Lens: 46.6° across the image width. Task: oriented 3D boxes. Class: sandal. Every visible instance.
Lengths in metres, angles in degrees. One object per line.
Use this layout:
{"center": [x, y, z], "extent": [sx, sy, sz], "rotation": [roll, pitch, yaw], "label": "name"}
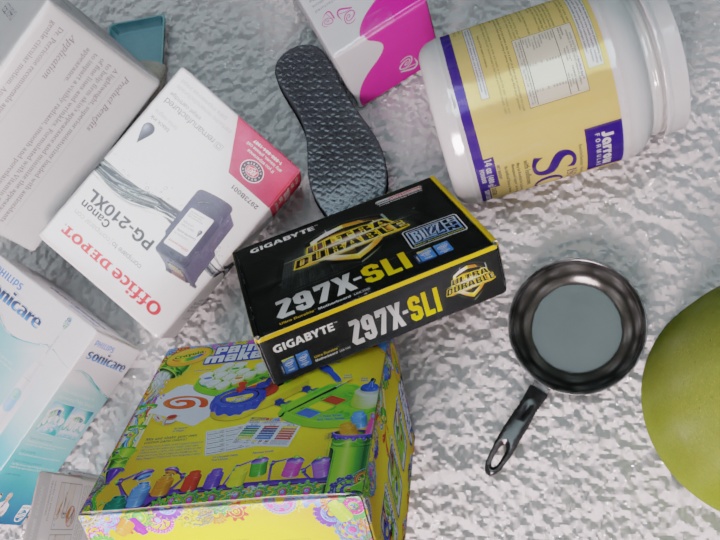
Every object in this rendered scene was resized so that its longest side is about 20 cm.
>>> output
{"center": [-0.024, -0.127, 0.809], "extent": [0.075, 0.043, 0.203], "rotation": [-18, 70, 0], "label": "sandal"}

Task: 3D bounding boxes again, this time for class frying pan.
{"center": [0.174, 0.084, 0.695], "extent": [0.113, 0.031, 0.193], "rotation": [7, 78, 17], "label": "frying pan"}

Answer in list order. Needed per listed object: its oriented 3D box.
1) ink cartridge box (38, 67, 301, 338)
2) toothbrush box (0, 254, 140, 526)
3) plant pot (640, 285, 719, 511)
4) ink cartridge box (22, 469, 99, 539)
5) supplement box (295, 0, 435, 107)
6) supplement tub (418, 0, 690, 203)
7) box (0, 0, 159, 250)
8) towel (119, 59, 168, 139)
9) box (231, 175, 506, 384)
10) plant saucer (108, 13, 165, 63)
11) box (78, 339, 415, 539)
{"center": [-0.171, -0.057, 0.777], "extent": [0.144, 0.084, 0.201], "rotation": [40, 85, -2], "label": "ink cartridge box"}
{"center": [-0.331, 0.112, 0.790], "extent": [0.145, 0.085, 0.201], "rotation": [30, 83, 22], "label": "toothbrush box"}
{"center": [0.297, 0.074, 0.574], "extent": [0.184, 0.200, 0.190], "rotation": [-4, 72, 13], "label": "plant pot"}
{"center": [-0.242, 0.242, 0.663], "extent": [0.056, 0.200, 0.165], "rotation": [4, 73, 13], "label": "ink cartridge box"}
{"center": [-0.015, -0.281, 0.822], "extent": [0.100, 0.103, 0.202], "rotation": [-29, 67, 4], "label": "supplement box"}
{"center": [0.160, -0.151, 0.711], "extent": [0.197, 0.145, 0.147], "rotation": [-16, 69, 10], "label": "supplement tub"}
{"center": [-0.325, -0.165, 0.782], "extent": [0.200, 0.130, 0.200], "rotation": [-51, 48, 3], "label": "box"}
{"center": [-0.294, -0.151, 0.877], "extent": [0.197, 0.034, 0.135], "rotation": [5, 78, 26], "label": "towel"}
{"center": [0.000, 0.000, 0.692], "extent": [0.198, 0.050, 0.160], "rotation": [-21, 30, -5], "label": "box"}
{"center": [-0.241, -0.178, 0.895], "extent": [0.069, 0.019, 0.203], "rotation": [-6, 73, 13], "label": "plant saucer"}
{"center": [-0.069, 0.152, 0.638], "extent": [0.197, 0.123, 0.193], "rotation": [-7, 29, 13], "label": "box"}
